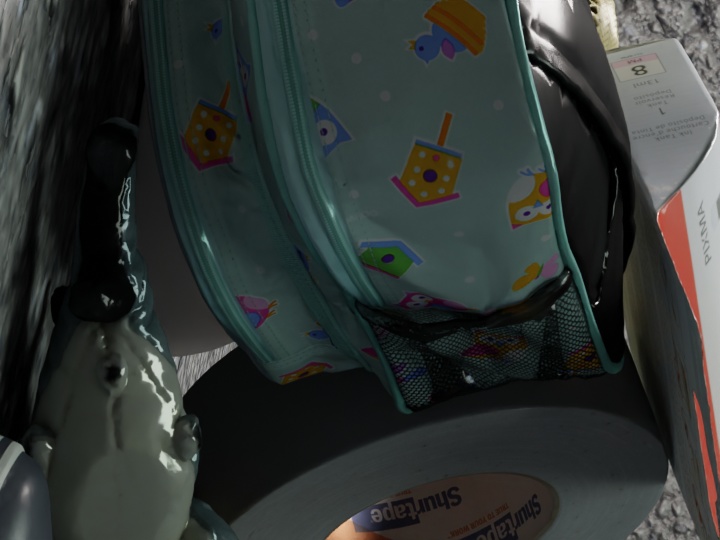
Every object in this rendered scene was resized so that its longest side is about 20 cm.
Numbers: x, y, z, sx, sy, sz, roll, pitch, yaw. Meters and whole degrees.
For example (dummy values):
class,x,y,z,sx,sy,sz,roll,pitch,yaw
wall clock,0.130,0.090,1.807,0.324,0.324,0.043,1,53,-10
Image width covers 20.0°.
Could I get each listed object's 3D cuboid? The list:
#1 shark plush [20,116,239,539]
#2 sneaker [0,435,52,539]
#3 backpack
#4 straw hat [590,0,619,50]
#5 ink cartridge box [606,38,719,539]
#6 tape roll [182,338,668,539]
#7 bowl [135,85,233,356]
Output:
class,x,y,z,sx,sy,sz,roll,pitch,yaw
shark plush,-0.095,0.041,0.653,0.083,0.091,0.200,-114,-167,-46
sneaker,-0.093,0.142,0.555,0.078,0.079,0.200,-74,175,-74
backpack,0.009,-0.060,0.672,0.200,0.153,0.176,78,4,-65
straw hat,0.068,-0.090,0.892,0.201,0.085,0.202,-169,-90,-67
ink cartridge box,0.135,0.025,0.786,0.200,0.057,0.163,-108,-176,-59
tape roll,0.022,0.082,0.837,0.200,0.200,0.066,103,-26,-54
bowl,-0.049,-0.073,0.896,0.200,0.074,0.200,-81,-176,-60
